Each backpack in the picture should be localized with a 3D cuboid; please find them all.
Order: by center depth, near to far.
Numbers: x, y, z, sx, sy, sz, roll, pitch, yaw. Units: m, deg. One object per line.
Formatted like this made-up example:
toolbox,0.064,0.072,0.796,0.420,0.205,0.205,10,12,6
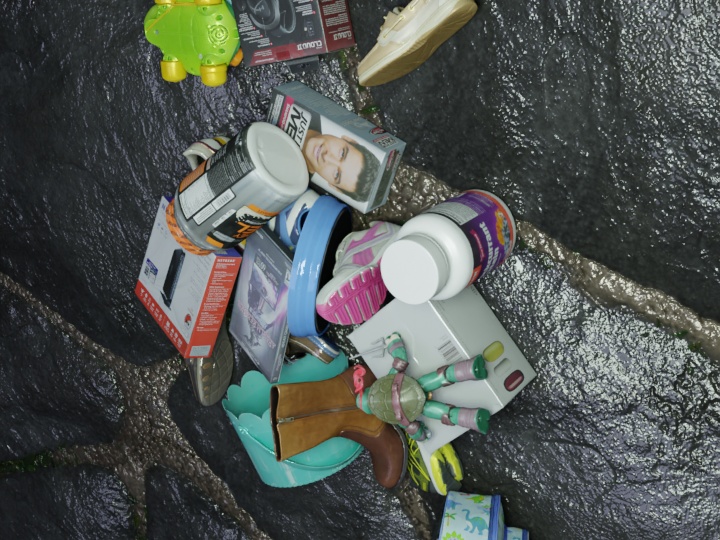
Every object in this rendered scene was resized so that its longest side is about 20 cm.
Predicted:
backpack,0.167,0.420,1.538,0.146,0.183,0.202,3,114,9

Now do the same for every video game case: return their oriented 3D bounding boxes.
video game case,-0.140,0.043,1.594,0.143,0.019,0.201,45,130,43

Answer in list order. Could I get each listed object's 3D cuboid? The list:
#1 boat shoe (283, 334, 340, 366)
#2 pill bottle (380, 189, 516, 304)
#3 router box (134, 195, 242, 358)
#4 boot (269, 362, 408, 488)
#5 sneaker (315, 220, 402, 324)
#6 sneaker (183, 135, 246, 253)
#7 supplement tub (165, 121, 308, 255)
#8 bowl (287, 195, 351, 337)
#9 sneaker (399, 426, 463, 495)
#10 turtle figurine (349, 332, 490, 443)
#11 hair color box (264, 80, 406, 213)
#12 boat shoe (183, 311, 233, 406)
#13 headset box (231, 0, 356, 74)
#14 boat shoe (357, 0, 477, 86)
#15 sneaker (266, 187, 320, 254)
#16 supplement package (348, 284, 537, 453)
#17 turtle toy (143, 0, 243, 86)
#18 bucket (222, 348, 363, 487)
boat shoe,-0.110,0.105,1.649,0.199,0.072,0.073,28,85,45
pill bottle,0.111,-0.028,1.393,0.111,0.200,0.112,13,115,30
router box,-0.274,0.008,1.705,0.200,0.049,0.181,43,121,44
boot,-0.029,0.232,1.512,0.068,0.199,0.190,5,103,49
sneaker,0.000,0.000,1.491,0.088,0.200,0.082,22,135,34
sneaker,-0.209,-0.102,1.654,0.075,0.090,0.201,-22,93,38
supplement tub,-0.177,-0.109,1.528,0.199,0.122,0.123,-33,88,34
bowl,-0.054,-0.003,1.523,0.039,0.201,0.202,12,115,10
sneaker,0.079,0.243,1.595,0.084,0.074,0.202,-13,99,37
turtle figurine,0.068,0.165,1.425,0.198,0.101,0.151,-4,105,30
hair color box,-0.043,-0.176,1.532,0.199,0.061,0.100,32,123,20
boat shoe,-0.259,0.121,1.793,0.073,0.074,0.202,10,104,42
headset box,-0.099,-0.371,1.488,0.148,0.077,0.202,-3,106,35
boat shoe,0.064,-0.312,1.409,0.199,0.073,0.070,-33,76,37
sneaker,-0.097,-0.034,1.615,0.082,0.074,0.202,19,118,25
supplement package,0.113,0.117,1.502,0.156,0.111,0.201,-39,84,38
turtle toy,-0.243,-0.350,1.578,0.199,0.101,0.147,12,114,31
bucket,-0.091,0.219,1.629,0.206,0.207,0.136,-7,112,36
